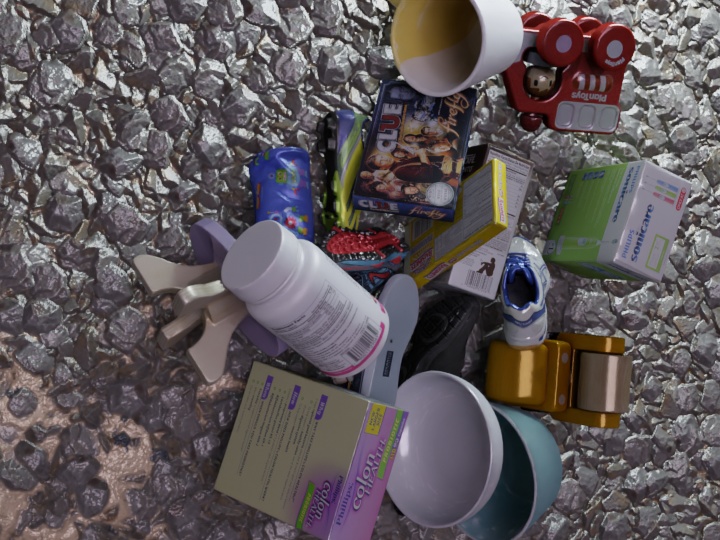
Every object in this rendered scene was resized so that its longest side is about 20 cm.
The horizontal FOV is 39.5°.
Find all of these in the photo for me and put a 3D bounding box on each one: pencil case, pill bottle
[{"bbox_3d":[-0.105,-0.063,1.312,0.086,0.078,0.201,6,71,-25],"label":"pencil case"},{"bbox_3d":[-0.065,0.034,1.199,0.200,0.113,0.114,43,78,-36],"label":"pill bottle"}]

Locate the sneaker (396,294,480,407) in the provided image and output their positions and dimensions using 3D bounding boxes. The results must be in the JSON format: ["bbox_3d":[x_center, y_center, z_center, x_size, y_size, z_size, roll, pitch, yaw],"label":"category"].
[{"bbox_3d":[0.112,0.122,1.405,0.090,0.076,0.200,25,110,-27],"label":"sneaker"}]

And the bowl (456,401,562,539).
[{"bbox_3d":[0.204,0.273,1.399,0.105,0.200,0.202,-4,92,-37],"label":"bowl"}]

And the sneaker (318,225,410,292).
[{"bbox_3d":[0.000,0.000,1.328,0.079,0.200,0.096,31,106,24],"label":"sneaker"}]

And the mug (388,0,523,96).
[{"bbox_3d":[0.137,-0.335,1.359,0.153,0.149,0.188,-19,88,-49],"label":"mug"}]

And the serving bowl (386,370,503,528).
[{"bbox_3d":[0.114,0.234,1.321,0.066,0.199,0.201,8,88,-44],"label":"serving bowl"}]

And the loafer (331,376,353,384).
[{"bbox_3d":[-0.069,0.065,1.343,0.063,0.072,0.201,-22,73,-1],"label":"loafer"}]

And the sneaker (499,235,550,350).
[{"bbox_3d":[0.228,0.011,1.394,0.075,0.201,0.088,-7,135,7],"label":"sneaker"}]

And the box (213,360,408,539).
[{"bbox_3d":[-0.064,0.231,1.287,0.097,0.199,0.177,23,82,-53],"label":"box"}]

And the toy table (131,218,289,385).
[{"bbox_3d":[-0.192,0.042,1.269,0.117,0.184,0.200,-30,70,-27],"label":"toy table"}]

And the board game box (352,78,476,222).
[{"bbox_3d":[0.075,-0.164,1.347,0.135,0.035,0.201,8,61,10],"label":"board game box"}]

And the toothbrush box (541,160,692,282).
[{"bbox_3d":[0.357,-0.067,1.423,0.086,0.200,0.146,21,84,-16],"label":"toothbrush box"}]

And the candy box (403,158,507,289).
[{"bbox_3d":[0.123,-0.057,1.336,0.026,0.200,0.103,19,56,-28],"label":"candy box"}]

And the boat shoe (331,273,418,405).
[{"bbox_3d":[0.013,0.099,1.365,0.071,0.091,0.201,17,85,-42],"label":"boat shoe"}]

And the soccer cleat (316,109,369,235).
[{"bbox_3d":[-0.013,-0.120,1.376,0.083,0.065,0.202,-4,93,-27],"label":"soccer cleat"}]

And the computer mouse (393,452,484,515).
[{"bbox_3d":[0.121,0.293,1.377,0.034,0.200,0.059,7,60,-44],"label":"computer mouse"}]

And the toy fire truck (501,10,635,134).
[{"bbox_3d":[0.296,-0.282,1.457,0.199,0.112,0.169,1,109,-17],"label":"toy fire truck"}]

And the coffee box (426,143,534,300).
[{"bbox_3d":[0.159,-0.067,1.404,0.079,0.113,0.201,18,85,-19],"label":"coffee box"}]

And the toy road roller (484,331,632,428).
[{"bbox_3d":[0.264,0.147,1.399,0.145,0.199,0.124,6,88,-38],"label":"toy road roller"}]
